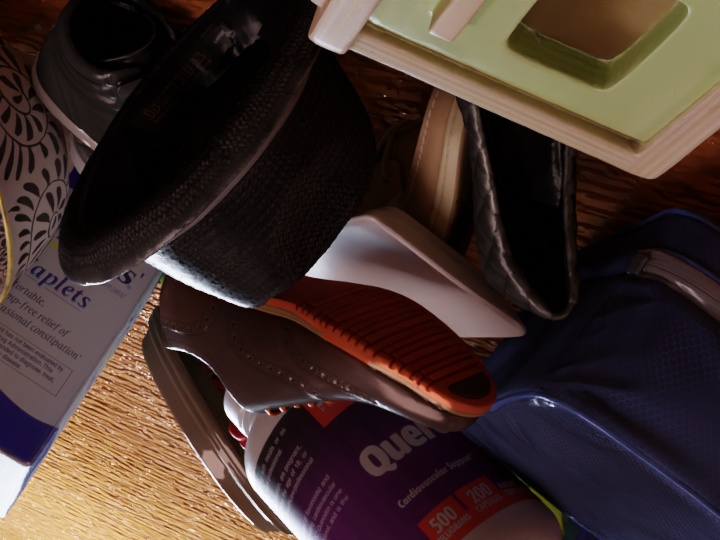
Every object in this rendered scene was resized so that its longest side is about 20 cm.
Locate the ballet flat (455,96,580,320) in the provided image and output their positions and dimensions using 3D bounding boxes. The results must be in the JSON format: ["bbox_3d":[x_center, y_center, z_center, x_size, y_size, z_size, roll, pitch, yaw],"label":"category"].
[{"bbox_3d":[0.075,-0.069,0.625,0.057,0.066,0.201,46,154,52],"label":"ballet flat"}]

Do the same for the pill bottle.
[{"bbox_3d":[0.011,0.120,0.808,0.200,0.112,0.113,42,160,29],"label":"pill bottle"}]

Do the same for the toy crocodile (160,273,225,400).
[{"bbox_3d":[-0.085,0.072,1.052,0.067,0.062,0.200,8,143,38],"label":"toy crocodile"}]

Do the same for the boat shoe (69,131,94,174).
[{"bbox_3d":[-0.094,-0.028,0.886,0.199,0.074,0.067,32,151,0],"label":"boat shoe"}]

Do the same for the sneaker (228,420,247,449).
[{"bbox_3d":[-0.015,0.080,0.934,0.078,0.116,0.200,39,152,-13],"label":"sneaker"}]

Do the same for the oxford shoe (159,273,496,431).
[{"bbox_3d":[-0.020,0.042,0.714,0.199,0.071,0.073,25,111,33],"label":"oxford shoe"}]

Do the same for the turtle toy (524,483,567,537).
[{"bbox_3d":[0.069,0.134,0.945,0.199,0.101,0.146,-16,112,54],"label":"turtle toy"}]

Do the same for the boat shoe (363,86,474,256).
[{"bbox_3d":[0.029,-0.042,0.741,0.064,0.072,0.200,26,153,9],"label":"boat shoe"}]

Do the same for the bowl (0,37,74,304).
[{"bbox_3d":[-0.241,-0.082,0.900,0.200,0.094,0.202,29,133,36],"label":"bowl"}]

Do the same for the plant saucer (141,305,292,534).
[{"bbox_3d":[-0.106,0.116,1.065,0.201,0.029,0.200,56,178,3],"label":"plant saucer"}]

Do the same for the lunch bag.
[{"bbox_3d":[0.150,0.051,0.700,0.136,0.133,0.200,38,164,-7],"label":"lunch bag"}]

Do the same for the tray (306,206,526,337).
[{"bbox_3d":[0.000,0.000,0.758,0.107,0.022,0.200,37,162,-22],"label":"tray"}]

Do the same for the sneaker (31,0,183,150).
[{"bbox_3d":[-0.102,-0.082,0.809,0.200,0.071,0.099,37,157,0],"label":"sneaker"}]

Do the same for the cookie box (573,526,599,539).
[{"bbox_3d":[0.261,0.220,0.921,0.200,0.075,0.171,46,150,-25],"label":"cookie box"}]

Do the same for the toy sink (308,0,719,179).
[{"bbox_3d":[0.054,-0.132,0.484,0.199,0.113,0.130,23,154,-12],"label":"toy sink"}]

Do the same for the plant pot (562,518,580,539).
[{"bbox_3d":[0.108,0.268,1.035,0.199,0.189,0.201,25,152,14],"label":"plant pot"}]

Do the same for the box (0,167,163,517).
[{"bbox_3d":[-0.236,0.054,1.027,0.105,0.201,0.184,33,153,-6],"label":"box"}]

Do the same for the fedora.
[{"bbox_3d":[-0.051,-0.053,0.669,0.092,0.201,0.200,42,151,-25],"label":"fedora"}]
